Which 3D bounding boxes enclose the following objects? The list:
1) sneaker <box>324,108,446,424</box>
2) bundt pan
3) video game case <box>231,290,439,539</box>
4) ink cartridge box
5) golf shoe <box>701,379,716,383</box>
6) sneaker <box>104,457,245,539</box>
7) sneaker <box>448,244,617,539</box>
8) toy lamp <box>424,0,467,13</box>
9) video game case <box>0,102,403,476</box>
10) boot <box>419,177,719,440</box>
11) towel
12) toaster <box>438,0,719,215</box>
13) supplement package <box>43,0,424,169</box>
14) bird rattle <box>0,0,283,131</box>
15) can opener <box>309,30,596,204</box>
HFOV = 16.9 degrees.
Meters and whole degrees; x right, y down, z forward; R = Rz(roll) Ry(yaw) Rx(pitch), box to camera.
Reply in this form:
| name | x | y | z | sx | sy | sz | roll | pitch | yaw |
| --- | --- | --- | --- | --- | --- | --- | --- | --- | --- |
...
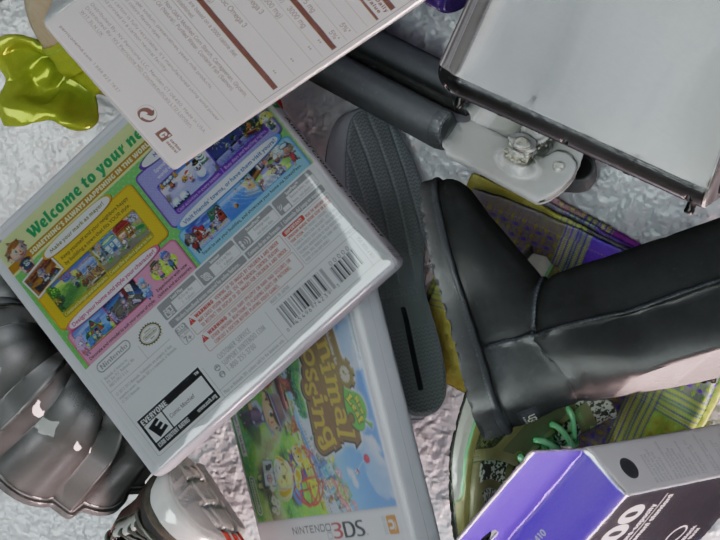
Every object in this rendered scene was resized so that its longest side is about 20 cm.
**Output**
| name | x | y | z | sx | sy | sz | roll | pitch | yaw |
| --- | --- | --- | --- | --- | --- | --- | --- | --- | --- |
| sneaker | 0.000 | 0.000 | 1.521 | 0.071 | 0.073 | 0.201 | -14 | 80 | 47 |
| bundt pan | -0.189 | 0.053 | 1.536 | 0.076 | 0.202 | 0.202 | -41 | 87 | 29 |
| video game case | -0.031 | 0.081 | 1.510 | 0.182 | 0.022 | 0.201 | -15 | 88 | 57 |
| ink cartridge box | 0.121 | 0.175 | 1.441 | 0.198 | 0.200 | 0.043 | -53 | 57 | 32 |
| golf shoe | 0.280 | 0.027 | 1.426 | 0.199 | 0.077 | 0.088 | 6 | 75 | 4 |
| sneaker | -0.122 | 0.170 | 1.536 | 0.082 | 0.200 | 0.077 | -33 | 82 | -2 |
| sneaker | 0.107 | 0.087 | 1.450 | 0.088 | 0.077 | 0.200 | 15 | 80 | 10 |
| toy lamp | 0.000 | -0.229 | 1.421 | 0.200 | 0.058 | 0.058 | 49 | 115 | 23 |
| video game case | -0.103 | -0.010 | 1.441 | 0.200 | 0.022 | 0.182 | -42 | 78 | 14 |
| boot | 0.147 | -0.004 | 1.397 | 0.200 | 0.066 | 0.165 | -18 | 70 | 8 |
| towel | 0.132 | 0.039 | 1.513 | 0.200 | 0.023 | 0.144 | 29 | 110 | 12 |
| toaster | 0.148 | -0.128 | 1.385 | 0.200 | 0.181 | 0.119 | 25 | 104 | 14 |
| supplement package | -0.056 | -0.172 | 1.324 | 0.200 | 0.117 | 0.117 | -32 | 113 | 20 |
| bird rattle | -0.140 | -0.133 | 1.497 | 0.200 | 0.113 | 0.163 | 22 | 152 | 25 |
| can opener | 0.051 | -0.095 | 1.490 | 0.200 | 0.067 | 0.053 | 30 | 72 | 18 |
